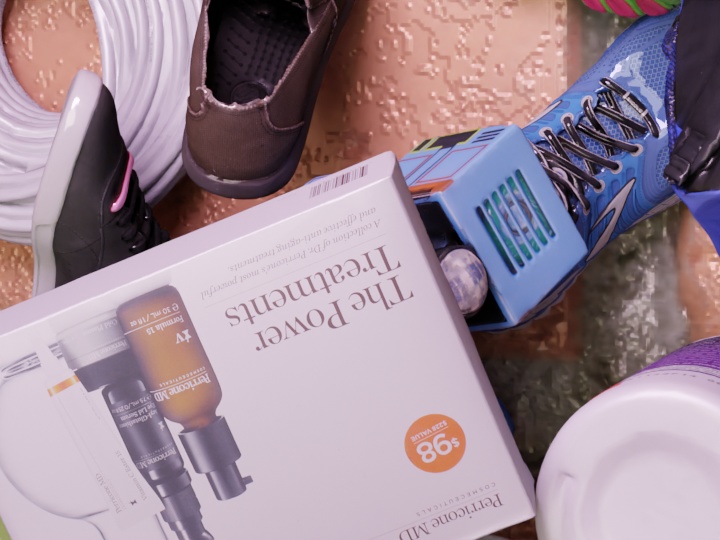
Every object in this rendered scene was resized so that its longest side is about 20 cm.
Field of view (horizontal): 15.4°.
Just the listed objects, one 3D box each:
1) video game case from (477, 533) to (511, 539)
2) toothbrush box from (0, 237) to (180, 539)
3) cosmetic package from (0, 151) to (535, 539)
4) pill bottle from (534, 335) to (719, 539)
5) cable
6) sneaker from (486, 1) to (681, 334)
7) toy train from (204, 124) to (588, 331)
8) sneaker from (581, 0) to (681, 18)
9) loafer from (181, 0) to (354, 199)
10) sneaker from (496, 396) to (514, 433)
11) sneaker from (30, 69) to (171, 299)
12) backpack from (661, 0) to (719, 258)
[{"bbox_3d":[-0.035,0.187,1.138,0.023,0.182,0.200,43,72,-26],"label":"video game case"},{"bbox_3d":[-0.113,0.084,1.196,0.146,0.086,0.200,55,146,-10],"label":"toothbrush box"},{"bbox_3d":[-0.049,0.061,1.060,0.200,0.052,0.151,-23,104,8],"label":"cosmetic package"},{"bbox_3d":[0.155,0.088,1.148,0.111,0.200,0.112,3,98,21],"label":"pill bottle"},{"bbox_3d":[-0.156,-0.112,1.321,0.200,0.069,0.200,30,106,15],"label":"cable"},{"bbox_3d":[0.101,-0.041,1.215,0.079,0.089,0.200,44,110,10],"label":"sneaker"},{"bbox_3d":[0.000,0.000,1.165,0.200,0.114,0.087,-10,115,52],"label":"toy train"},{"bbox_3d":[0.079,-0.178,1.226,0.200,0.077,0.084,24,67,26],"label":"sneaker"},{"bbox_3d":[-0.037,-0.132,1.228,0.073,0.071,0.201,7,63,0],"label":"loafer"},{"bbox_3d":[0.012,0.052,1.276,0.076,0.105,0.200,-38,52,18],"label":"sneaker"},{"bbox_3d":[-0.102,-0.013,1.252,0.099,0.071,0.200,12,138,2],"label":"sneaker"},{"bbox_3d":[0.217,-0.096,1.125,0.162,0.168,0.201,-9,59,22],"label":"backpack"}]
